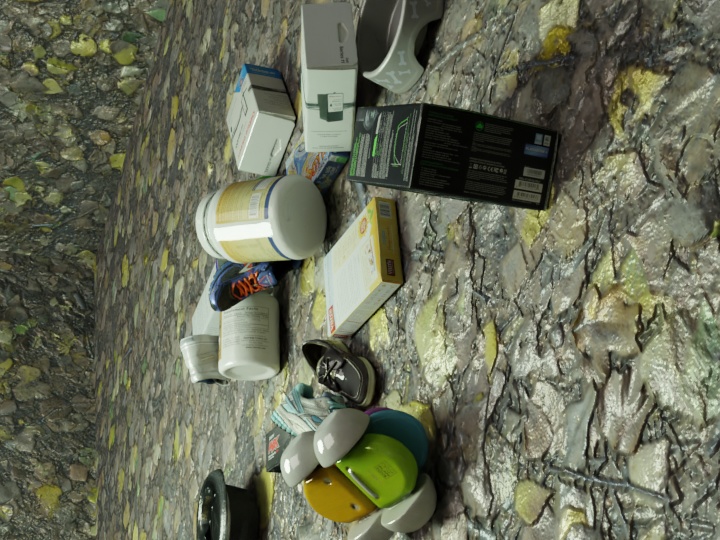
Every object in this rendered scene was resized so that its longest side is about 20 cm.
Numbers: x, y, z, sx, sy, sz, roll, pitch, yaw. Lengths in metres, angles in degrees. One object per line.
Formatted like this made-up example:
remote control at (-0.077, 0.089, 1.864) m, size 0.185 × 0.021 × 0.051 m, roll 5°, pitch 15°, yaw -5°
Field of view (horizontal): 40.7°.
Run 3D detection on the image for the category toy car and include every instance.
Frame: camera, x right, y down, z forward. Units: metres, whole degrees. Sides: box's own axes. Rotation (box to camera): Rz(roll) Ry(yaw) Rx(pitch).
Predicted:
toy car at (0.012, 0.246, 1.249) m, size 0.200 × 0.175 × 0.150 m, roll -41°, pitch 7°, yaw 47°

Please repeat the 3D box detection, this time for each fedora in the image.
fedora at (-0.242, 0.472, 1.806) m, size 0.200 × 0.091 × 0.202 m, roll -172°, pitch 90°, yaw -67°

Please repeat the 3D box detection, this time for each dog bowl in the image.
dog bowl at (0.052, -0.371, 1.453) m, size 0.200 × 0.058 × 0.201 m, roll -172°, pitch 90°, yaw -66°

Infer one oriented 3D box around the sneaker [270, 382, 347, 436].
sneaker at (-0.044, 0.222, 1.406) m, size 0.200 × 0.078 × 0.087 m, roll 24°, pitch 80°, yaw 37°

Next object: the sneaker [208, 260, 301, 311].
sneaker at (-0.190, 0.007, 1.755) m, size 0.078 × 0.200 × 0.076 m, roll 27°, pitch 150°, yaw 46°

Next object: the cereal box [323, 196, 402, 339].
cereal box at (0.000, 0.000, 1.472) m, size 0.200 × 0.039 × 0.145 m, roll 132°, pitch 140°, yaw -53°

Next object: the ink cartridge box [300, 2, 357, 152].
ink cartridge box at (-0.053, -0.309, 1.565) m, size 0.200 × 0.083 × 0.147 m, roll 96°, pitch 170°, yaw -57°

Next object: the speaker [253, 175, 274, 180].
speaker at (-0.215, -0.126, 1.954) m, size 0.200 × 0.088 × 0.089 m, roll 151°, pitch 124°, yaw -62°

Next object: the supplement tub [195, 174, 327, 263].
supplement tub at (-0.174, -0.087, 1.684) m, size 0.199 × 0.144 × 0.145 m, roll -3°, pitch 78°, yaw 36°

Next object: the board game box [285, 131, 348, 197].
board game box at (-0.080, -0.196, 1.727) m, size 0.200 × 0.034 × 0.136 m, roll 127°, pitch 144°, yaw -48°

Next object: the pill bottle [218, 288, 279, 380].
pill bottle at (-0.209, 0.097, 1.827) m, size 0.114 × 0.114 × 0.201 m, roll 139°, pitch 134°, yaw -56°

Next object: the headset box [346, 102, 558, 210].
headset box at (0.098, -0.131, 1.124) m, size 0.200 × 0.173 × 0.093 m, roll -162°, pitch 80°, yaw -68°

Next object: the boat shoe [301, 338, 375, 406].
boat shoe at (-0.037, 0.152, 1.474) m, size 0.200 × 0.065 × 0.072 m, roll 38°, pitch 115°, yaw 63°

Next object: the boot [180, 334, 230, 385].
boot at (-0.267, 0.178, 1.876) m, size 0.073 × 0.200 × 0.096 m, roll -23°, pitch 74°, yaw 31°

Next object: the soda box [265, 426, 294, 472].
soda box at (-0.092, 0.272, 1.564) m, size 0.200 × 0.063 × 0.071 m, roll 135°, pitch 138°, yaw -55°

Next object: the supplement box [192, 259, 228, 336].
supplement box at (-0.272, 0.083, 1.995) m, size 0.104 × 0.101 × 0.200 m, roll -103°, pitch 31°, yaw -41°

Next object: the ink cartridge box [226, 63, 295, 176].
ink cartridge box at (-0.208, -0.311, 2.000) m, size 0.200 × 0.084 × 0.146 m, roll -110°, pitch 36°, yaw -49°
